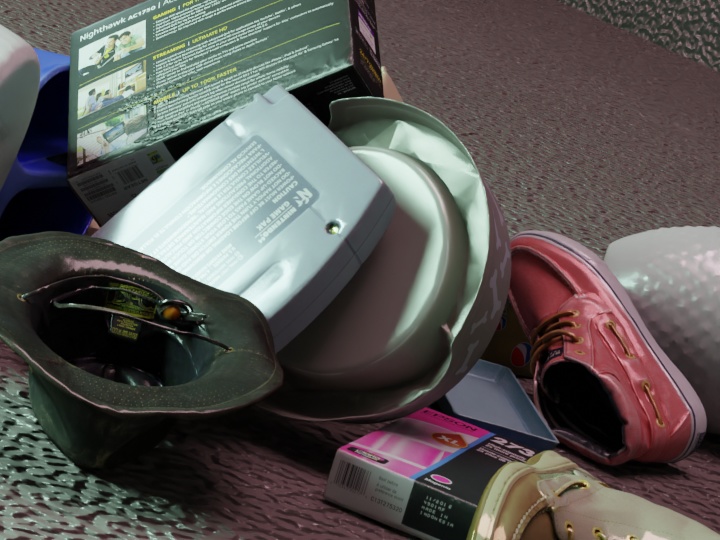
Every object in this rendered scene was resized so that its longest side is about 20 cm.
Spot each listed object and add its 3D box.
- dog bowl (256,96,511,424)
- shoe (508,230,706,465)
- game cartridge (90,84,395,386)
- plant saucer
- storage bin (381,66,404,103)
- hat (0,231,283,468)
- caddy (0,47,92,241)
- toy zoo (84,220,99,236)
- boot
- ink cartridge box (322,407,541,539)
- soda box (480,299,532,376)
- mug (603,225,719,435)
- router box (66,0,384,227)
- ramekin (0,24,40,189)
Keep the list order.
[{"bbox_3d":[0.000,0.000,1.691,0.200,0.200,0.059,27,-3,35],"label":"dog bowl"},{"bbox_3d":[0.142,0.050,1.898,0.091,0.072,0.200,-2,47,-51],"label":"shoe"},{"bbox_3d":[-0.082,-0.006,1.659,0.133,0.200,0.041,44,-8,38],"label":"game cartridge"},{"bbox_3d":[0.078,0.085,1.856,0.070,0.019,0.200,16,10,-9],"label":"plant saucer"},{"bbox_3d":[-0.052,-0.040,1.865,0.198,0.094,0.200,-26,10,9],"label":"storage bin"},{"bbox_3d":[-0.139,0.057,1.551,0.200,0.081,0.201,17,22,-7],"label":"hat"},{"bbox_3d":[-0.219,-0.075,1.881,0.105,0.142,0.200,16,12,15],"label":"caddy"},{"bbox_3d":[-0.116,-0.021,2.055,0.200,0.021,0.131,13,14,-19],"label":"toy zoo"},{"bbox_3d":[0.139,0.161,1.525,0.154,0.072,0.200,24,13,15],"label":"boot"},{"bbox_3d":[0.057,0.119,1.673,0.095,0.037,0.200,21,11,17],"label":"ink cartridge box"},{"bbox_3d":[0.059,0.009,2.068,0.068,0.064,0.200,8,15,-35],"label":"soda box"},{"bbox_3d":[0.253,0.050,2.029,0.175,0.148,0.200,12,-18,7],"label":"mug"},{"bbox_3d":[-0.087,-0.125,1.791,0.149,0.200,0.051,-95,158,-46],"label":"router box"},{"bbox_3d":[-0.272,-0.073,1.693,0.098,0.201,0.200,26,13,4],"label":"ramekin"}]
